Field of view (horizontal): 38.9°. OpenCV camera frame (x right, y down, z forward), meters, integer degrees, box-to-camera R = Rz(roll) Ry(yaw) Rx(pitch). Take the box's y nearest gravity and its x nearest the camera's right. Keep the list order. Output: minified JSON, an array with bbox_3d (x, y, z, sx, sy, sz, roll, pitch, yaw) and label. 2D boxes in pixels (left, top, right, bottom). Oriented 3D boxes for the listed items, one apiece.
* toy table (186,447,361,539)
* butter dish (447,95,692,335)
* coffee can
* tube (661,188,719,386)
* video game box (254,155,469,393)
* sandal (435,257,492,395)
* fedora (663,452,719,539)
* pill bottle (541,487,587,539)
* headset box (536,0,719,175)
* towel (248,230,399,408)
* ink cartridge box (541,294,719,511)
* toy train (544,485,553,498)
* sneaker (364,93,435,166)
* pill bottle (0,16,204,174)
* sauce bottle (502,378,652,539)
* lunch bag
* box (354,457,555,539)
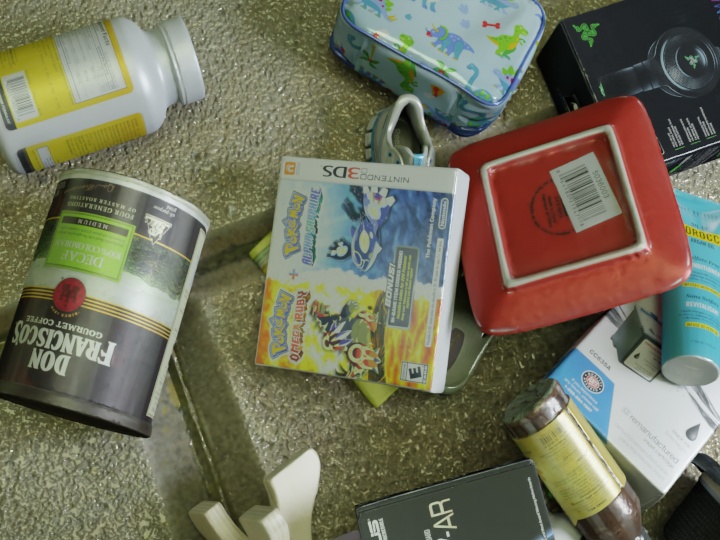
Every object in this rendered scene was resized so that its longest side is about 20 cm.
[{"bbox_3d":[-0.086,0.255,0.873,0.199,0.183,0.118,-37,98,-40],"label":"toy table"},{"bbox_3d":[0.199,-0.030,0.964,0.196,0.148,0.203,-17,61,14],"label":"butter dish"},{"bbox_3d":[-0.230,0.031,0.913,0.144,0.146,0.204,15,75,-4],"label":"coffee can"},{"bbox_3d":[0.311,0.009,0.955,0.076,0.051,0.203,20,56,-9],"label":"tube"},{"bbox_3d":[0.000,0.000,0.949,0.179,0.047,0.204,5,86,24],"label":"video game box"},{"bbox_3d":[0.113,0.027,1.000,0.079,0.057,0.204,23,66,-3],"label":"sandal"},{"bbox_3d":[0.348,0.269,0.935,0.091,0.201,0.201,-41,85,6],"label":"fedora"},{"bbox_3d":[0.172,0.293,0.925,0.110,0.111,0.202,-28,82,-13],"label":"pill bottle"},{"bbox_3d":[0.299,-0.189,1.061,0.196,0.093,0.177,-18,79,-11],"label":"headset box"},{"bbox_3d":[-0.018,0.032,1.009,0.086,0.018,0.201,-39,85,-9],"label":"towel"},{"bbox_3d":[0.273,0.104,0.971,0.146,0.086,0.200,43,66,11],"label":"ink cartridge box"},{"bbox_3d":[0.252,0.260,0.971,0.042,0.056,0.200,-42,86,-14],"label":"toy train"},{"bbox_3d":[0.043,-0.078,1.001,0.073,0.087,0.204,-3,76,-15],"label":"sneaker"},{"bbox_3d":[-0.254,-0.174,0.974,0.197,0.112,0.114,-20,80,-12],"label":"pill bottle"},{"bbox_3d":[0.202,0.192,0.894,0.064,0.065,0.202,-36,95,-14],"label":"sauce bottle"},{"bbox_3d":[0.082,-0.247,1.044,0.198,0.083,0.162,29,66,0],"label":"lunch bag"},{"bbox_3d":[0.093,0.275,0.849,0.157,0.044,0.204,-13,81,-3],"label":"box"}]
